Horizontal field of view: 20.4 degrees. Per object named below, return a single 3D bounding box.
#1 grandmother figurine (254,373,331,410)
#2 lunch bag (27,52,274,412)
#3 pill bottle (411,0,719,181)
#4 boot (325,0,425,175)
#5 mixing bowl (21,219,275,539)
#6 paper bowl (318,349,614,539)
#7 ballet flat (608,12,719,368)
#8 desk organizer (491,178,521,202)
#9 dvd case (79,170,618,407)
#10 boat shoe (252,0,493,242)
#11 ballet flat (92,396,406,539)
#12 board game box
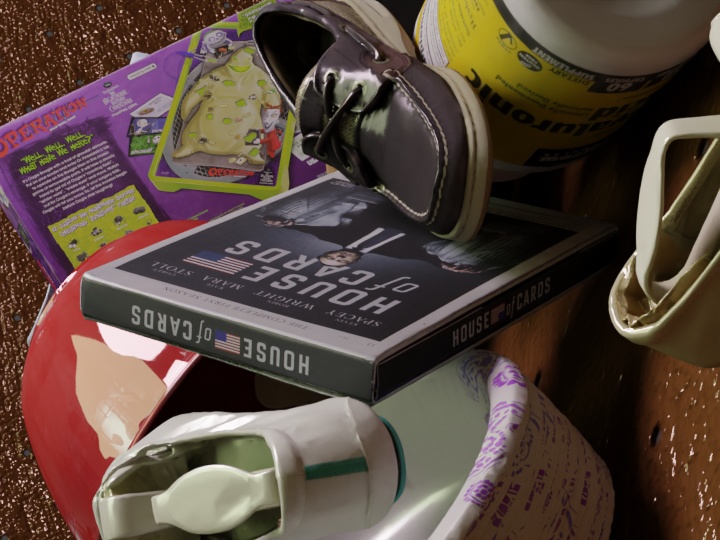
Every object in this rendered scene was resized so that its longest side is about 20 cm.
[{"bbox_3d":[0.001,0.113,0.993,0.200,0.060,0.122,52,-131,-59],"label":"grandmother figurine"},{"bbox_3d":[-0.079,-0.012,1.142,0.127,0.169,0.201,111,174,-75],"label":"lunch bag"},{"bbox_3d":[0.086,-0.110,0.915,0.200,0.111,0.112,130,154,-70],"label":"pill bottle"},{"bbox_3d":[-0.002,-0.117,1.046,0.075,0.073,0.201,-36,57,53],"label":"boot"},{"bbox_3d":[-0.093,0.050,0.984,0.200,0.108,0.200,-43,-24,-25],"label":"mixing bowl"},{"bbox_3d":[0.019,0.136,0.805,0.201,0.104,0.201,-41,16,14],"label":"paper bowl"},{"bbox_3d":[0.136,-0.051,0.664,0.070,0.069,0.200,-90,18,-58],"label":"ballet flat"},{"bbox_3d":[0.066,-0.111,1.117,0.077,0.071,0.201,99,-178,-71],"label":"desk organizer"},{"bbox_3d":[0.000,0.000,0.868,0.200,0.150,0.025,-25,-57,-52],"label":"dvd case"},{"bbox_3d":[0.001,-0.071,0.896,0.200,0.065,0.072,-122,39,-55],"label":"boat shoe"},{"bbox_3d":[-0.065,0.090,0.798,0.200,0.069,0.070,-20,52,49],"label":"ballet flat"},{"bbox_3d":[-0.094,-0.063,1.082,0.120,0.200,0.032,57,161,15],"label":"board game box"}]
